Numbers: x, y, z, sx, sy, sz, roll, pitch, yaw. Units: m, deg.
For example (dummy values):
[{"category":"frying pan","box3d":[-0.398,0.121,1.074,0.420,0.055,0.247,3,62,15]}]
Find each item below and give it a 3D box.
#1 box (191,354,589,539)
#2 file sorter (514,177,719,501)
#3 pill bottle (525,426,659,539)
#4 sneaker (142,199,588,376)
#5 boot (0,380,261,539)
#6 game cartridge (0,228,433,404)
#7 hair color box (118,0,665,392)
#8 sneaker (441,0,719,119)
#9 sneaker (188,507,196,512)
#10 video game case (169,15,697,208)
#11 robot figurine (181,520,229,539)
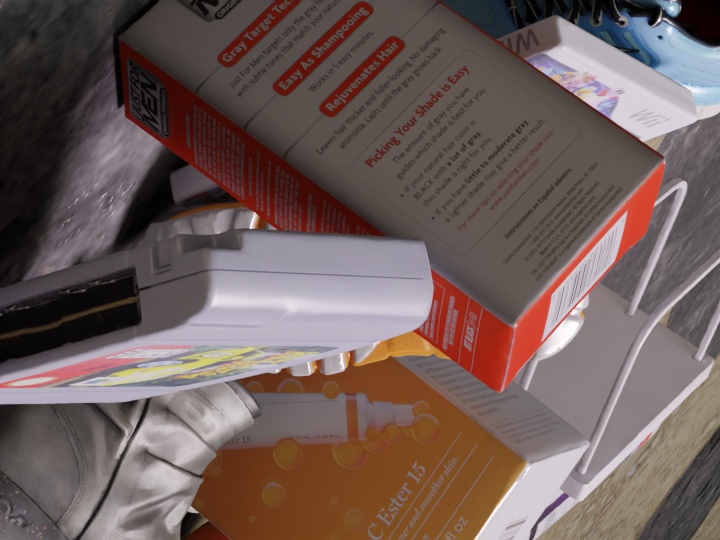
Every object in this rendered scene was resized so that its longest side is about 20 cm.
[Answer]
[{"category":"box","box3d":[-0.012,0.076,1.185,0.125,0.200,0.097,-57,162,14]},{"category":"file sorter","box3d":[0.088,-0.008,1.304,0.139,0.200,0.125,-37,153,-43]},{"category":"pill bottle","box3d":[0.080,0.106,1.453,0.200,0.111,0.112,-36,157,-33]},{"category":"sneaker","box3d":[0.000,0.000,1.111,0.077,0.199,0.078,-99,-162,-64]},{"category":"boot","box3d":[-0.087,0.104,1.100,0.131,0.200,0.068,-46,-155,-11]},{"category":"game cartridge","box3d":[-0.075,0.021,0.936,0.200,0.041,0.133,-15,172,43]},{"category":"hair color box","box3d":[0.010,-0.054,0.978,0.102,0.200,0.061,-45,162,-23]},{"category":"sneaker","box3d":[0.107,-0.126,1.132,0.199,0.079,0.090,2,156,-24]},{"category":"sneaker","box3d":[-0.010,0.074,1.295,0.200,0.075,0.084,-27,147,26]},{"category":"video game case","box3d":[0.034,-0.056,1.105,0.200,0.018,0.143,-21,160,27]},{"category":"robot figurine","box3d":[-0.077,0.204,1.382,0.200,0.144,0.117,-36,136,10]}]
